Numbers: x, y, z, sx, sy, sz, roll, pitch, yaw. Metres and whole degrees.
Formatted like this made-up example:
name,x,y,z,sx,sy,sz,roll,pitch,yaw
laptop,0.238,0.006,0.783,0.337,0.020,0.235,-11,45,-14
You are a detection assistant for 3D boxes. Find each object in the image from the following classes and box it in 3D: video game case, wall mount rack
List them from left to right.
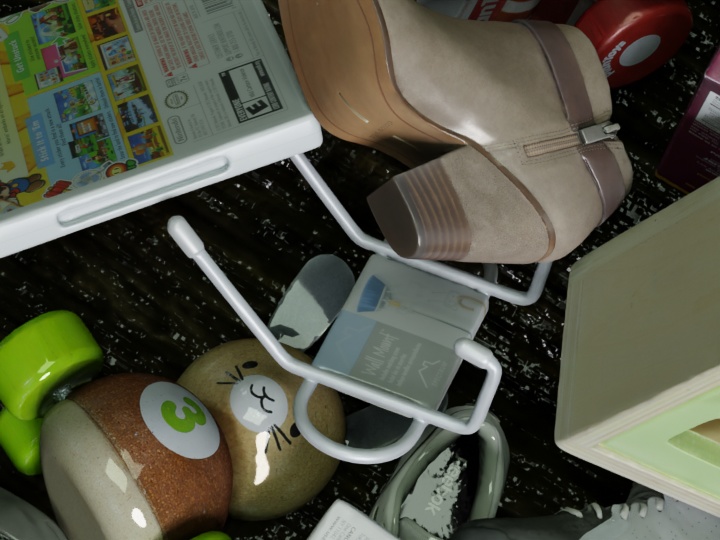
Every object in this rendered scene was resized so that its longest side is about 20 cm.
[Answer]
name,x,y,z,sx,sy,sz,roll,pitch,yaw
video game case,-0.128,-0.090,1.198,0.181,0.023,0.200,-19,37,-4
wall mount rack,0.000,0.000,1.167,0.173,0.075,0.200,21,38,7

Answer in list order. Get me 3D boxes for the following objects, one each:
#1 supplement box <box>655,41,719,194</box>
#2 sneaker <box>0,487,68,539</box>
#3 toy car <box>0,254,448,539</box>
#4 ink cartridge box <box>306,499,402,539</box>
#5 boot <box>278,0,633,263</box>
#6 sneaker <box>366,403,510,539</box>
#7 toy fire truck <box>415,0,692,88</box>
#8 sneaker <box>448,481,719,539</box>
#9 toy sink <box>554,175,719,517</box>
name,x,y,z,sx,sy,sz,roll,pitch,yaw
supplement box,0.219,-0.095,1.174,0.085,0.200,0.111,30,80,6
sneaker,-0.250,0.133,1.160,0.199,0.076,0.114,29,40,18
toy car,-0.060,0.078,1.174,0.200,0.158,0.164,-31,73,-18
ink cartridge box,0.024,0.227,1.085,0.200,0.050,0.161,33,83,17
boot,0.050,-0.096,1.135,0.146,0.070,0.201,-20,93,-36
sneaker,0.020,0.158,1.181,0.074,0.089,0.201,19,80,2
toy fire truck,0.095,-0.171,1.185,0.167,0.200,0.112,-14,63,-31
sneaker,0.128,0.123,1.179,0.199,0.075,0.116,19,64,-30
toy sink,0.204,0.033,1.098,0.130,0.200,0.112,24,56,-26
